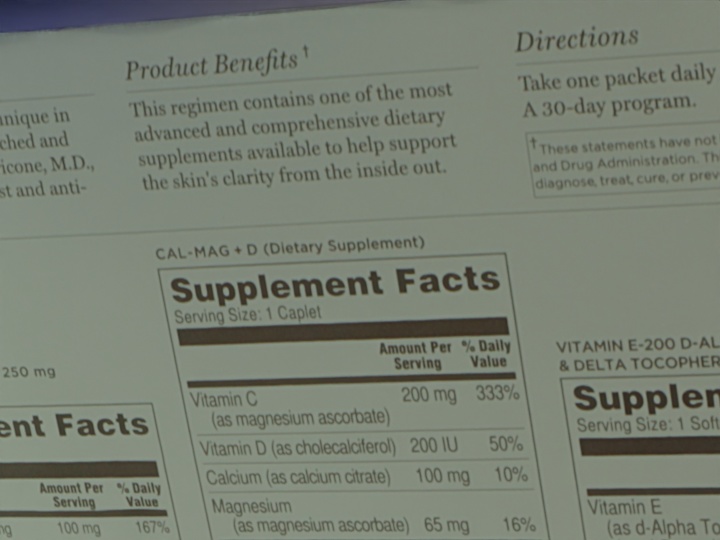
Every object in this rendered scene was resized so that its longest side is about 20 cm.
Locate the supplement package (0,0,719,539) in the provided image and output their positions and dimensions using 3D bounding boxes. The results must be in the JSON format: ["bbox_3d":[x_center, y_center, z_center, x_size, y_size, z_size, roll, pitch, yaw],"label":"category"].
[{"bbox_3d":[0.023,-0.016,0.511,0.199,0.112,0.156,-2,-160,22],"label":"supplement package"}]
